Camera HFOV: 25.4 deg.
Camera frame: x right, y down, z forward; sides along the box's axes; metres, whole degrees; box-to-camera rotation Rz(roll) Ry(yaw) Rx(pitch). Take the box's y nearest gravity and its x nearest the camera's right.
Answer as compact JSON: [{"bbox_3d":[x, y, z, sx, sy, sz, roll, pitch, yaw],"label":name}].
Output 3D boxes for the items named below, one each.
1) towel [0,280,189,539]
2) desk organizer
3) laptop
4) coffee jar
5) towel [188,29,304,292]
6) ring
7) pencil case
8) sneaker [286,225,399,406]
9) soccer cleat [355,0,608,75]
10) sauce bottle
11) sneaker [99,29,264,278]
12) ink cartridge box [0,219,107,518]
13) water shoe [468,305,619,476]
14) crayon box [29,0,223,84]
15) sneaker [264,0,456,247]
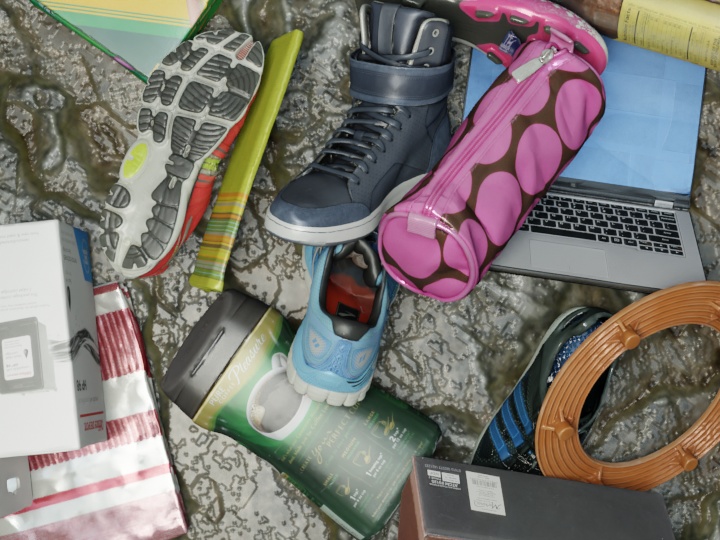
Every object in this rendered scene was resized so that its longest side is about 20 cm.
[{"bbox_3d":[-0.222,0.122,1.211,0.143,0.023,0.202,-15,87,0],"label":"towel"},{"bbox_3d":[0.122,0.199,1.146,0.198,0.072,0.077,11,130,-16],"label":"desk organizer"},{"bbox_3d":[0.168,-0.088,1.185,0.186,0.200,0.117,8,121,-1],"label":"laptop"},{"bbox_3d":[-0.046,0.104,1.184,0.199,0.085,0.105,36,89,-1],"label":"coffee jar"},{"bbox_3d":[-0.083,-0.079,1.190,0.018,0.086,0.201,19,87,-17],"label":"towel"},{"bbox_3d":[0.216,0.094,1.157,0.199,0.019,0.202,-16,131,-19],"label":"ring"},{"bbox_3d":[0.091,-0.075,1.112,0.090,0.094,0.200,30,63,12],"label":"pencil case"},{"bbox_3d":[0.000,0.000,1.153,0.078,0.090,0.201,14,46,-9],"label":"sneaker"},{"bbox_3d":[0.095,-0.202,1.198,0.198,0.070,0.087,18,51,5],"label":"soccer cleat"},{"bbox_3d":[0.208,-0.201,1.191,0.199,0.066,0.066,23,87,22],"label":"sauce bottle"},{"bbox_3d":[-0.133,-0.087,1.190,0.077,0.085,0.201,27,85,11],"label":"sneaker"},{"bbox_3d":[-0.228,0.070,1.147,0.066,0.116,0.202,-6,87,0],"label":"ink cartridge box"},{"bbox_3d":[0.134,0.117,1.191,0.071,0.079,0.201,24,87,0],"label":"water shoe"},{"bbox_3d":[-0.146,-0.252,1.208,0.118,0.058,0.201,34,88,0],"label":"crayon box"},{"bbox_3d":[0.001,-0.109,1.122,0.076,0.202,0.147,18,121,27],"label":"sneaker"}]
